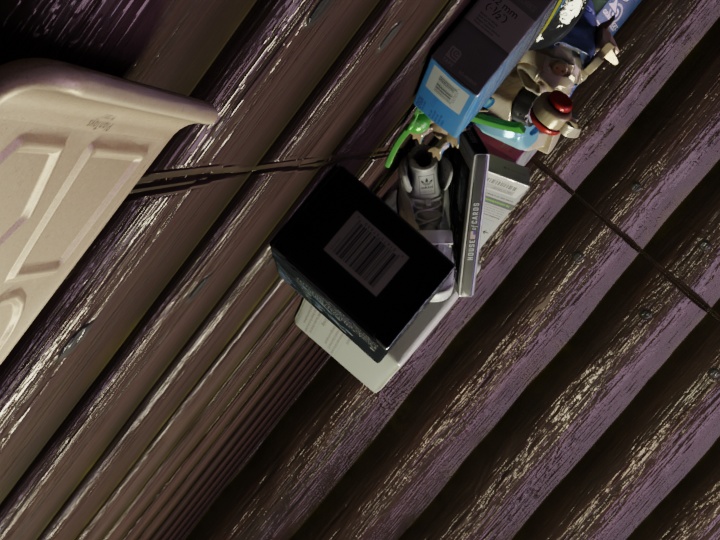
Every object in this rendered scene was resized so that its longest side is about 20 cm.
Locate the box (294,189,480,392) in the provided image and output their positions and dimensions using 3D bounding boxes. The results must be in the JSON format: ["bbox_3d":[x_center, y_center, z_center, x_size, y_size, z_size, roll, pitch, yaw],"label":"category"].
[{"bbox_3d":[0.036,0.035,1.829,0.199,0.171,0.200,-49,176,-19],"label":"box"}]

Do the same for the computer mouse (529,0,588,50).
[{"bbox_3d":[0.234,-0.314,1.397,0.200,0.052,0.140,-47,-144,49],"label":"computer mouse"}]

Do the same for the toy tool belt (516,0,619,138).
[{"bbox_3d":[0.247,-0.268,1.499,0.123,0.123,0.202,-52,-157,41],"label":"toy tool belt"}]

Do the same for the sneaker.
[{"bbox_3d":[0.081,-0.067,1.577,0.116,0.074,0.202,90,-5,-55],"label":"sneaker"}]

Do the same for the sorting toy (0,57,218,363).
[{"bbox_3d":[-0.147,0.000,0.455,0.200,0.036,0.185,-47,177,8],"label":"sorting toy"}]

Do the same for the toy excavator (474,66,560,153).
[{"bbox_3d":[0.216,-0.208,1.680,0.194,0.099,0.202,-45,153,-35],"label":"toy excavator"}]

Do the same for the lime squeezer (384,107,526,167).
[{"bbox_3d":[0.084,-0.161,1.373,0.198,0.070,0.038,-11,-125,43],"label":"lime squeezer"}]

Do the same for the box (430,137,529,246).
[{"bbox_3d":[0.142,-0.104,1.898,0.201,0.154,0.042,124,-22,-46],"label":"box"}]

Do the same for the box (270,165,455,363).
[{"bbox_3d":[0.000,0.000,1.263,0.107,0.148,0.200,-49,176,-6],"label":"box"}]

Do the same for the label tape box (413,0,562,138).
[{"bbox_3d":[0.143,-0.244,1.264,0.201,0.066,0.143,-53,177,-11],"label":"label tape box"}]

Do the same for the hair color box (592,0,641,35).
[{"bbox_3d":[0.305,-0.352,1.766,0.201,0.100,0.060,-51,137,2],"label":"hair color box"}]

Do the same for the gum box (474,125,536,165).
[{"bbox_3d":[0.216,-0.211,1.962,0.200,0.113,0.067,-47,164,-49],"label":"gum box"}]

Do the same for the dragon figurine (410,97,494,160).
[{"bbox_3d":[0.115,-0.190,1.450,0.100,0.059,0.200,-51,180,-18],"label":"dragon figurine"}]

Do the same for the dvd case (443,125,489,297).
[{"bbox_3d":[0.127,-0.091,1.613,0.151,0.024,0.203,-110,-159,-57],"label":"dvd case"}]
